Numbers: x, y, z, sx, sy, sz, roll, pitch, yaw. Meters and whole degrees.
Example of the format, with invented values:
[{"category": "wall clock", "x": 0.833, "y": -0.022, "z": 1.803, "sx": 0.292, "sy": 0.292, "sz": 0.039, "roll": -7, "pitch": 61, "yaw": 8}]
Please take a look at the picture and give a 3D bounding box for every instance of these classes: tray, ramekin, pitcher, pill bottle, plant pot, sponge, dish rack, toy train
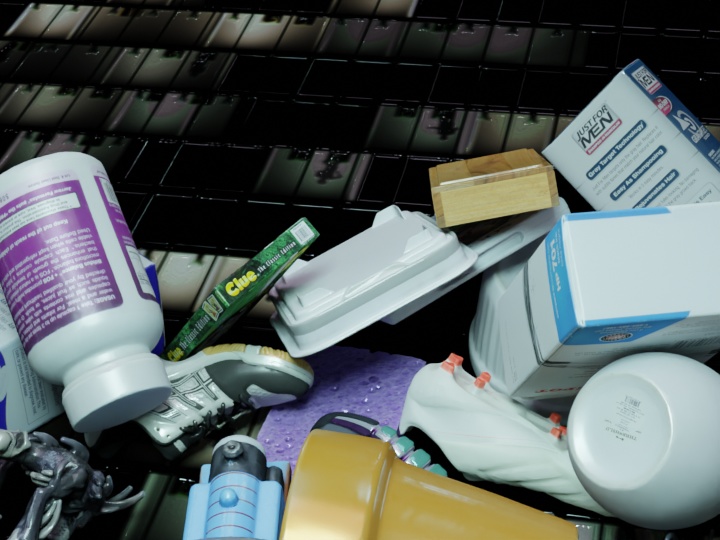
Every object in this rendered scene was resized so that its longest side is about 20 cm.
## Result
[{"category": "tray", "x": 0.108, "y": -0.073, "z": 1.332, "sx": 0.097, "sy": 0.037, "sz": 0.200, "roll": -11, "pitch": 9, "yaw": 3}, {"category": "ramekin", "x": 0.190, "y": 0.034, "z": 1.338, "sx": 0.200, "sy": 0.095, "sz": 0.203, "roll": -2, "pitch": 36, "yaw": 2}, {"category": "pitcher", "x": 0.212, "y": 0.121, "z": 1.144, "sx": 0.170, "sy": 0.123, "sz": 0.199, "roll": 15, "pitch": -2, "yaw": 38}, {"category": "pill bottle", "x": -0.221, "y": 0.019, "z": 1.235, "sx": 0.111, "sy": 0.112, "sz": 0.202, "roll": -18, "pitch": 74, "yaw": -19}, {"category": "plant pot", "x": 0.045, "y": 0.215, "z": 1.020, "sx": 0.181, "sy": 0.202, "sz": 0.201, "roll": 7, "pitch": 37, "yaw": 6}, {"category": "sponge", "x": -0.024, "y": 0.135, "z": 1.275, "sx": 0.110, "sy": 0.030, "sz": 0.201, "roll": 7, "pitch": 37, "yaw": 16}, {"category": "dish rack", "x": 0.000, "y": 0.000, "z": 1.303, "sx": 0.170, "sy": 0.044, "sz": 0.200, "roll": -28, "pitch": 13, "yaw": -4}, {"category": "toy train", "x": -0.086, "y": 0.206, "z": 1.103, "sx": 0.086, "sy": 0.115, "sz": 0.201, "roll": -1, "pitch": 41, "yaw": 4}]

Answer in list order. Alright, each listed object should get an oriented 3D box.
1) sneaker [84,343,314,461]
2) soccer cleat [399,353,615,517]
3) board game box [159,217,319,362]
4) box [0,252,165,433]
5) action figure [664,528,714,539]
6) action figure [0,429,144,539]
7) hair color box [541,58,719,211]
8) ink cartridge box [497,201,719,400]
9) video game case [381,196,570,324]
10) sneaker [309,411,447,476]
[{"category": "sneaker", "x": -0.133, "y": 0.113, "z": 1.280, "sx": 0.198, "sy": 0.076, "sz": 0.089, "roll": -6, "pitch": 63, "yaw": 15}, {"category": "soccer cleat", "x": 0.122, "y": 0.143, "z": 1.229, "sx": 0.199, "sy": 0.078, "sz": 0.069, "roll": 31, "pitch": 16, "yaw": 15}, {"category": "board game box", "x": -0.108, "y": 0.029, "z": 1.304, "sx": 0.105, "sy": 0.200, "sz": 0.024, "roll": -37, "pitch": 86, "yaw": -32}, {"category": "box", "x": -0.302, "y": 0.039, "z": 1.369, "sx": 0.199, "sy": 0.106, "sz": 0.183, "roll": -31, "pitch": 45, "yaw": -31}, {"category": "action figure", "x": 0.201, "y": 0.237, "z": 1.058, "sx": 0.118, "sy": 0.103, "sz": 0.200, "roll": 3, "pitch": 9, "yaw": 24}, {"category": "action figure", "x": -0.269, "y": 0.163, "z": 1.188, "sx": 0.199, "sy": 0.103, "sz": 0.119, "roll": 27, "pitch": -4, "yaw": -22}, {"category": "hair color box", "x": 0.252, "y": -0.061, "z": 1.261, "sx": 0.200, "sy": 0.100, "sz": 0.060, "roll": 47, "pitch": 29, "yaw": 4}, {"category": "ink cartridge box", "x": 0.193, "y": 0.026, "z": 1.146, "sx": 0.145, "sy": 0.200, "sz": 0.087, "roll": -5, "pitch": 74, "yaw": -11}, {"category": "video game case", "x": 0.068, "y": -0.016, "z": 1.372, "sx": 0.181, "sy": 0.024, "sz": 0.200, "roll": -30, "pitch": 12, "yaw": -13}, {"category": "sneaker", "x": 0.029, "y": 0.182, "z": 1.148, "sx": 0.199, "sy": 0.075, "sz": 0.088, "roll": 32, "pitch": 56, "yaw": 21}]
